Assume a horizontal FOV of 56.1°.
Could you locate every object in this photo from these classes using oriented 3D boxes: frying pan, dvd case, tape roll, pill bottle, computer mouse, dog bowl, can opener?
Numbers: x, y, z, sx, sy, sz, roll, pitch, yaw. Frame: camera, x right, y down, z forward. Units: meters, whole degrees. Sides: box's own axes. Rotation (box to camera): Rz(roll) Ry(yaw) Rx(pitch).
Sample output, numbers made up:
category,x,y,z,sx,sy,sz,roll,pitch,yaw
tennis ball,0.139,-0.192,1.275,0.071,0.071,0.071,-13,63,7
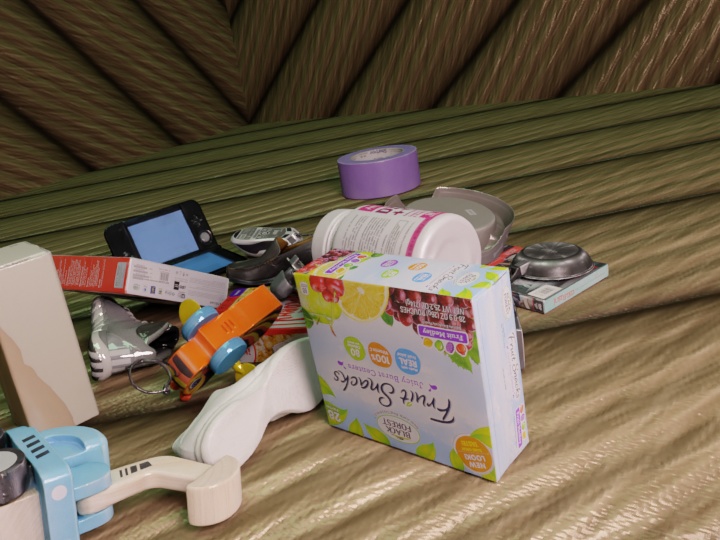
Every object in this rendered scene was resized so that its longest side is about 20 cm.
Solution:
category,x,y,z,sx,sy,sz,roll,pitch,yaw
frying pan,0.224,-0.008,0.920,0.186,0.032,0.115,-8,18,-5
dvd case,0.222,0.005,0.952,0.144,0.022,0.198,-23,22,-33
tape roll,0.045,-0.241,1.638,0.195,0.087,0.201,-8,20,3
pill bottle,0.036,-0.018,0.810,0.112,0.116,0.198,-24,24,-37
computer mouse,-0.145,-0.051,1.266,0.195,0.045,0.110,0,25,9
dog bowl,0.132,-0.066,1.024,0.195,0.060,0.201,1,28,0
can opener,-0.069,0.035,0.850,0.067,0.053,0.200,-44,24,1

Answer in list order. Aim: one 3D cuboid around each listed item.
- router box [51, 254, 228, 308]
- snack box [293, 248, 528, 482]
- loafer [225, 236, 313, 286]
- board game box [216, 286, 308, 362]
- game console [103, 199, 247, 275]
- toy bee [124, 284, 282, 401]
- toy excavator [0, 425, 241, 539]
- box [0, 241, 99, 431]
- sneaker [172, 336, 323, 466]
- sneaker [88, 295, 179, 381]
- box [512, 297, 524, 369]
category,x,y,z,sx,sy,sz,roll,pitch,yaw
router box,-0.327,0.018,1.007,0.176,0.050,0.199,2,-7,31
snack box,0.044,0.077,0.610,0.197,0.172,0.067,9,29,41
loafer,-0.133,-0.023,1.127,0.195,0.074,0.073,-9,20,4
board game box,-0.100,0.067,0.897,0.195,0.047,0.152,-5,20,14
game console,-0.338,-0.045,1.239,0.198,0.179,0.116,-23,-5,-37
toy bee,-0.182,0.092,0.770,0.197,0.109,0.132,-9,57,-34
toy excavator,-0.227,0.183,0.581,0.198,0.102,0.192,-15,19,-41
box,-0.371,0.078,0.762,0.077,0.204,0.094,-24,24,-37
sneaker,-0.110,0.130,0.703,0.087,0.077,0.199,-9,17,42
sneaker,-0.308,0.088,0.928,0.113,0.077,0.200,-6,22,-18
box,0.084,0.069,0.795,0.195,0.051,0.158,-7,19,9
